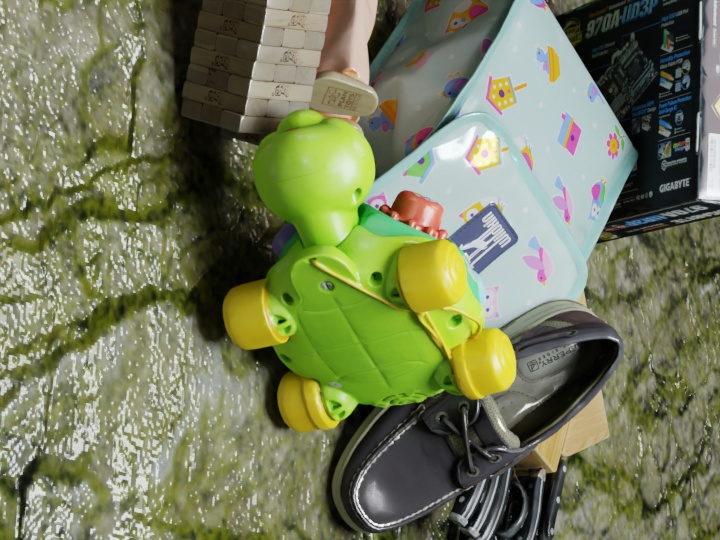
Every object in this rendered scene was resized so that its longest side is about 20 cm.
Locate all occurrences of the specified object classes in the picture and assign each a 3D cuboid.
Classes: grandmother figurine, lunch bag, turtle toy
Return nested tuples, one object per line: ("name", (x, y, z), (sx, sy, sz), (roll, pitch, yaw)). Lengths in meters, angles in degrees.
("grandmother figurine", (-0.008, -0.173, 1.405), (0.060, 0.121, 0.201), (16, 53, -15))
("lunch bag", (0.070, -0.056, 1.454), (0.171, 0.121, 0.201), (54, 49, -33))
("turtle toy", (0.000, 0.000, 1.322), (0.102, 0.145, 0.201), (-81, 151, -43))

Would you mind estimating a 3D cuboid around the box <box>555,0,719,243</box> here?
("box", (0.191, -0.108, 1.561), (0.046, 0.200, 0.160), (6, 81, -24))

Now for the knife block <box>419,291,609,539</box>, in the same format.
("knife block", (0.084, 0.079, 1.492), (0.175, 0.064, 0.202), (-14, 94, -55))

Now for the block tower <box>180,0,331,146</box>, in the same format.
("block tower", (-0.049, -0.169, 1.310), (0.058, 0.054, 0.202), (0, 105, -48))

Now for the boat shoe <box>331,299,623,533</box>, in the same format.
("boat shoe", (0.071, 0.087, 1.397), (0.199, 0.065, 0.072), (-33, 102, -13))
